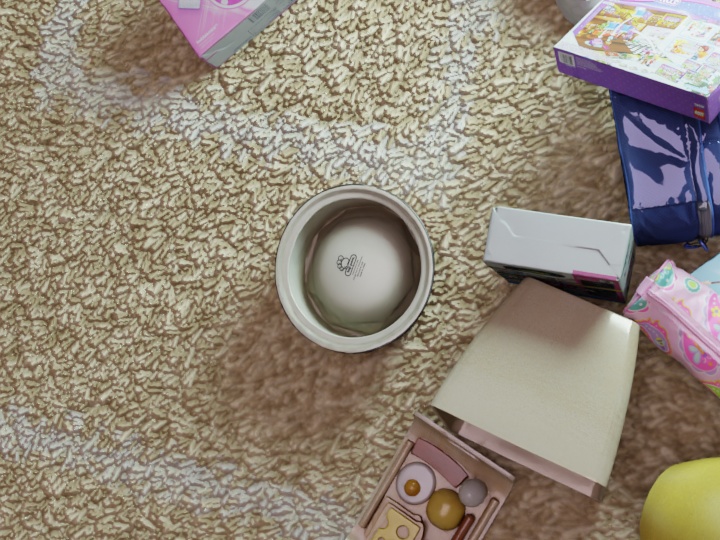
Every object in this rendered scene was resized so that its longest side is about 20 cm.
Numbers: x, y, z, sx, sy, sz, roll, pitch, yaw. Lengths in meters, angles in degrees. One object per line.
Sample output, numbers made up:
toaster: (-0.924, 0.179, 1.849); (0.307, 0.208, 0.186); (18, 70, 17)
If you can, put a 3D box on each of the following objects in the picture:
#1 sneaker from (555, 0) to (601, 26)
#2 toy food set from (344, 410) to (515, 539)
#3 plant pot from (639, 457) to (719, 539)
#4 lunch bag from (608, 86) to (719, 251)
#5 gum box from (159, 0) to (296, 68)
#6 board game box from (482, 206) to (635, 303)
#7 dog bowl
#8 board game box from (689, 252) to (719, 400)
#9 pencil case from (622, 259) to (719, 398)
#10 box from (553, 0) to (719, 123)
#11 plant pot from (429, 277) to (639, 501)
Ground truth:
sneaker: (0.251, -0.356, 1.392); (0.076, 0.080, 0.201); (-39, 80, 6)
toy food set: (0.075, 0.289, 1.392); (0.143, 0.060, 0.201); (31, 93, 15)
plant pot: (0.383, 0.281, 1.259); (0.141, 0.199, 0.202); (19, 90, 43)
lunch bag: (0.357, -0.118, 1.313); (0.131, 0.136, 0.203); (-10, 82, 14)
gum box: (-0.151, -0.370, 1.507); (0.199, 0.066, 0.114); (-38, 79, 9)
board game box: (0.225, -0.015, 1.306); (0.146, 0.200, 0.065); (10, 86, 16)
dog bowl: (0.000, 0.000, 1.431); (0.197, 0.074, 0.203); (-1, 85, 15)
board game box: (0.450, 0.040, 1.320); (0.199, 0.047, 0.152); (-37, 77, 9)
pencil case: (0.380, 0.079, 1.268); (0.200, 0.087, 0.088); (44, 97, 16)
box: (0.329, -0.242, 1.277); (0.199, 0.039, 0.137); (29, 64, 39)
plant pot: (0.211, 0.125, 1.310); (0.198, 0.200, 0.179); (23, 81, 15)
